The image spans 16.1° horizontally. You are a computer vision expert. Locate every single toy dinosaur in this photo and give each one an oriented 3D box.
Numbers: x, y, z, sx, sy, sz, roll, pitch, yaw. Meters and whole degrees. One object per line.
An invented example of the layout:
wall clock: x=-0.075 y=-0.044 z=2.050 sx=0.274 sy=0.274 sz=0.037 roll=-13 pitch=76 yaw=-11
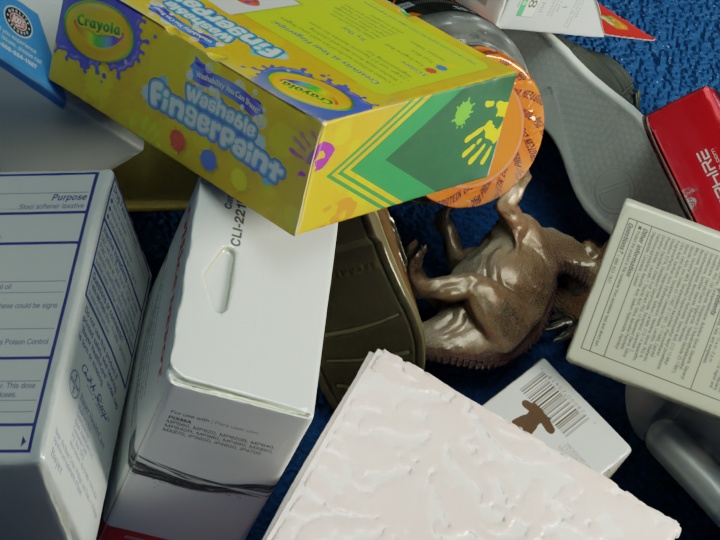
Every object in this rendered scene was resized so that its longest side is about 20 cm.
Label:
toy dinosaur: x=0.095 y=0.018 z=1.592 sx=0.200 sy=0.086 sz=0.136 roll=-43 pitch=97 yaw=-26

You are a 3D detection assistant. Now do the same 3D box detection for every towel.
towel: x=0.053 y=0.158 z=1.363 sx=0.200 sy=0.032 sz=0.191 roll=31 pitch=53 yaw=2

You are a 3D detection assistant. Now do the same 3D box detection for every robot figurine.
robot figurine: x=0.242 y=0.098 z=1.564 sx=0.200 sy=0.113 sz=0.169 roll=49 pitch=37 yaw=16

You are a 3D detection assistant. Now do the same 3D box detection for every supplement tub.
supplement tub: x=0.027 y=-0.115 z=1.577 sx=0.122 sy=0.123 sz=0.200 roll=-6 pitch=23 yaw=-24

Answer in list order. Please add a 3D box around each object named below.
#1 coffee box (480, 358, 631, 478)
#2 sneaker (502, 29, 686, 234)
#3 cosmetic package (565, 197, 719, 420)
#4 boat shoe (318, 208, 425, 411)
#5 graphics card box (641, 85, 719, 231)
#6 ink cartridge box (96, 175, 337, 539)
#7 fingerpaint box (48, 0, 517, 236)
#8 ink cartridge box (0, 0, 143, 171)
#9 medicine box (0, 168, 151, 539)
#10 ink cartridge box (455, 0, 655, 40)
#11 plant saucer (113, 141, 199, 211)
coffee box: x=0.048 y=0.152 z=1.457 sx=0.200 sy=0.114 sz=0.080 roll=-35 pitch=74 yaw=-34
sneaker: x=0.170 y=-0.086 z=1.672 sx=0.099 sy=0.071 sz=0.200 roll=7 pitch=40 yaw=-56
cosmetic package: x=0.229 y=0.041 z=1.474 sx=0.199 sy=0.073 sz=0.104 roll=22 pitch=89 yaw=7
boat shoe: x=0.000 y=0.000 z=1.514 sx=0.072 sy=0.201 sz=0.068 roll=-5 pitch=31 yaw=10
graphics card box: x=0.243 y=-0.047 z=1.616 sx=0.126 sy=0.051 sz=0.200 roll=65 pitch=15 yaw=9
ink cartridge box: x=-0.083 y=0.063 z=1.415 sx=0.083 sy=0.200 sz=0.145 roll=14 pitch=53 yaw=-10
fingerpaint box: x=-0.044 y=-0.107 z=1.415 sx=0.200 sy=0.074 sz=0.167 roll=32 pitch=32 yaw=31
ink cartridge box: x=-0.205 y=-0.167 z=1.500 sx=0.146 sy=0.086 sz=0.201 roll=33 pitch=44 yaw=-44
medicine box: x=-0.226 y=0.050 z=1.392 sx=0.181 sy=0.103 sz=0.201 roll=0 pitch=52 yaw=13
ink cartridge box: x=0.097 y=-0.212 z=1.692 sx=0.161 sy=0.050 sz=0.200 roll=38 pitch=25 yaw=30
plant saucer: x=-0.125 y=-0.112 z=1.568 sx=0.199 sy=0.048 sz=0.201 roll=0 pitch=61 yaw=18
